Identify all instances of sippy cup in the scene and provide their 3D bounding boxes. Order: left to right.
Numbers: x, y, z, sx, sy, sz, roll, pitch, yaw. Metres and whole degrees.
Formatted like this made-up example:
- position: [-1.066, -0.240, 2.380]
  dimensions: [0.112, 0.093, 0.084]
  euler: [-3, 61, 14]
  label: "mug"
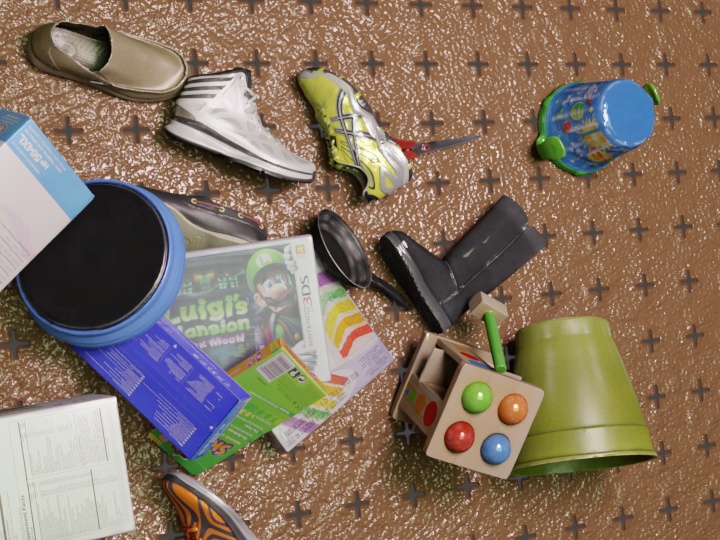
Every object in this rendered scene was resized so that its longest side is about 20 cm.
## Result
- position: [0.342, -0.211, 1.662]
  dimensions: [0.139, 0.130, 0.178]
  euler: [30, 75, -19]
  label: "sippy cup"

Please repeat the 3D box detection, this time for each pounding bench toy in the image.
- position: [0.151, 0.139, 1.501]
  dimensions: [0.124, 0.156, 0.200]
  euler: [19, 97, -22]
  label: "pounding bench toy"

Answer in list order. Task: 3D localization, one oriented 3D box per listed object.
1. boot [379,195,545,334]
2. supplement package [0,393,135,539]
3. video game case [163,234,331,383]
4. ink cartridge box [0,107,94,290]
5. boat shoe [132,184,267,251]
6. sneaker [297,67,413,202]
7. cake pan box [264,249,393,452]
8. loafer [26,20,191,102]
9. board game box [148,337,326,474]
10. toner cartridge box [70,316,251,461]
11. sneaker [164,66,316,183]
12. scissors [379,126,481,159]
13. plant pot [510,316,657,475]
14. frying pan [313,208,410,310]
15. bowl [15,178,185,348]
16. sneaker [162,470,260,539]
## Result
- position: [0.139, -0.036, 1.587]
  dimensions: [0.200, 0.066, 0.165]
  euler: [-38, 114, -16]
  label: "boot"
- position: [-0.371, 0.227, 1.292]
  dimensions: [0.200, 0.152, 0.151]
  euler: [-9, 89, -24]
  label: "supplement package"
- position: [-0.145, 0.060, 1.412]
  dimensions: [0.200, 0.023, 0.182]
  euler: [-8, 96, -7]
  label: "video game case"
- position: [-0.424, -0.067, 1.285]
  dimensions: [0.200, 0.128, 0.125]
  euler: [-49, 132, -21]
  label: "ink cartridge box"
- position: [-0.210, -0.058, 1.441]
  dimensions: [0.201, 0.074, 0.063]
  euler: [21, 43, -12]
  label: "boat shoe"
- position: [-0.018, -0.177, 1.522]
  dimensions: [0.076, 0.075, 0.200]
  euler: [-41, 91, -15]
  label: "sneaker"
- position: [-0.085, 0.103, 1.488]
  dimensions: [0.200, 0.052, 0.184]
  euler: [-38, 99, -21]
  label: "cake pan box"
- position: [-0.297, -0.252, 1.412]
  dimensions: [0.200, 0.067, 0.076]
  euler: [6, 83, -23]
  label: "loafer"
- position: [-0.149, 0.167, 1.406]
  dimensions: [0.200, 0.030, 0.096]
  euler: [-34, 124, 9]
  label: "board game box"
- position: [-0.232, 0.118, 1.363]
  dimensions: [0.200, 0.043, 0.095]
  euler: [42, 99, 10]
  label: "toner cartridge box"
- position: [-0.132, -0.187, 1.465]
  dimensions: [0.200, 0.076, 0.116]
  euler: [21, 92, -19]
  label: "sneaker"
- position: [0.078, -0.159, 1.605]
  dimensions: [0.200, 0.014, 0.073]
  euler: [3, 82, -25]
  label: "scissors"
- position: [0.285, 0.168, 1.586]
  dimensions: [0.200, 0.200, 0.193]
  euler: [2, 73, -24]
  label: "plant pot"
- position: [-0.005, -0.015, 1.537]
  dimensions: [0.190, 0.031, 0.115]
  euler: [29, 36, -54]
  label: "frying pan"
- position: [-0.301, -0.012, 1.347]
  dimensions: [0.200, 0.039, 0.201]
  euler: [-3, 72, 8]
  label: "bowl"
- position: [-0.187, 0.339, 1.407]
  dimensions: [0.200, 0.078, 0.112]
  euler: [49, 68, -13]
  label: "sneaker"
